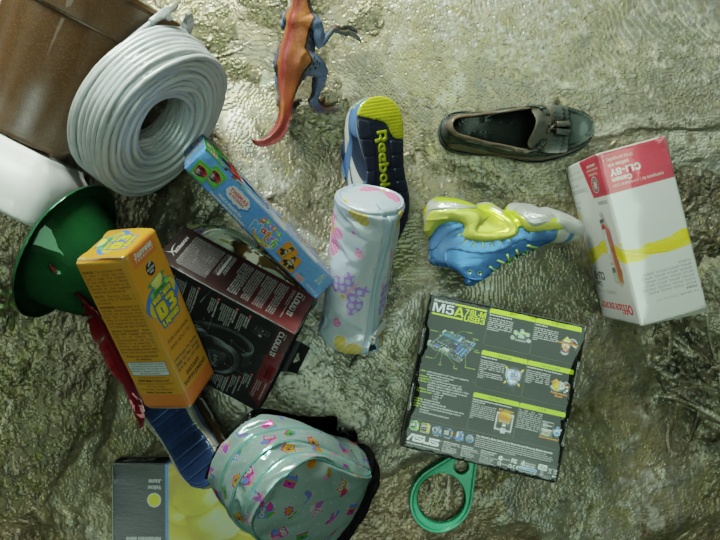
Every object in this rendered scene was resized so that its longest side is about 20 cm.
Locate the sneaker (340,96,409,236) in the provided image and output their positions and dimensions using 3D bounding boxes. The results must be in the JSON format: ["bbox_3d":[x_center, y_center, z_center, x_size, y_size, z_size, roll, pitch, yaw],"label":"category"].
[{"bbox_3d":[0.015,-0.117,0.946,0.073,0.082,0.203,-6,110,-21],"label":"sneaker"}]

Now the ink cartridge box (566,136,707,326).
[{"bbox_3d":[0.323,-0.043,0.906,0.082,0.145,0.202,-15,91,1],"label":"ink cartridge box"}]

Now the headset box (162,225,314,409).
[{"bbox_3d":[-0.157,0.064,0.907,0.198,0.077,0.150,27,128,-1],"label":"headset box"}]

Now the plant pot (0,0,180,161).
[{"bbox_3d":[-0.342,-0.246,0.889,0.199,0.200,0.200,27,99,-1],"label":"plant pot"}]

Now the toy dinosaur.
[{"bbox_3d":[-0.059,-0.271,0.898,0.104,0.201,0.183,9,135,9],"label":"toy dinosaur"}]

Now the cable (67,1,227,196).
[{"bbox_3d":[-0.239,-0.179,0.876,0.069,0.201,0.200,37,67,16],"label":"cable"}]

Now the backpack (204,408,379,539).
[{"bbox_3d":[-0.075,0.244,0.879,0.200,0.126,0.168,38,80,-43],"label":"backpack"}]

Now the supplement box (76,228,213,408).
[{"bbox_3d":[-0.233,0.056,0.841,0.068,0.067,0.202,-4,121,23],"label":"supplement box"}]

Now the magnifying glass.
[{"bbox_3d":[0.133,0.243,0.972,0.079,0.022,0.201,33,89,0],"label":"magnifying glass"}]

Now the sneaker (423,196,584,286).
[{"bbox_3d":[0.174,-0.031,0.950,0.197,0.076,0.106,8,103,7],"label":"sneaker"}]

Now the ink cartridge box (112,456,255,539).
[{"bbox_3d":[-0.214,0.338,0.963,0.195,0.047,0.203,-1,88,-1],"label":"ink cartridge box"}]

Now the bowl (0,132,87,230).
[{"bbox_3d":[-0.410,-0.116,0.876,0.198,0.200,0.075,27,90,0],"label":"bowl"}]

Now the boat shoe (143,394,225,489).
[{"bbox_3d":[-0.220,0.183,0.941,0.072,0.072,0.201,-34,65,3],"label":"boat shoe"}]

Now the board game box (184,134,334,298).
[{"bbox_3d":[-0.120,-0.066,0.874,0.037,0.151,0.200,-43,110,1],"label":"board game box"}]

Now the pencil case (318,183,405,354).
[{"bbox_3d":[0.000,0.000,0.900,0.082,0.091,0.202,-3,118,-19],"label":"pencil case"}]

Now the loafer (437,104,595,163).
[{"bbox_3d":[0.197,-0.171,0.945,0.197,0.063,0.073,-2,91,0],"label":"loafer"}]

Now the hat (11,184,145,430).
[{"bbox_3d":[-0.268,0.029,0.862,0.175,0.201,0.166,31,54,9],"label":"hat"}]

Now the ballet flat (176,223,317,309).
[{"bbox_3d":[-0.142,-0.006,0.943,0.198,0.071,0.070,28,84,0],"label":"ballet flat"}]

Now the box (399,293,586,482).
[{"bbox_3d":[0.162,0.142,0.944,0.197,0.048,0.196,11,85,7],"label":"box"}]
